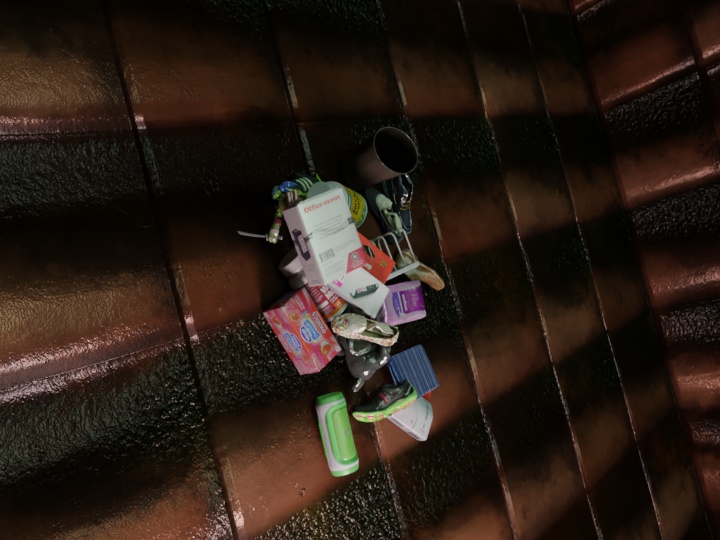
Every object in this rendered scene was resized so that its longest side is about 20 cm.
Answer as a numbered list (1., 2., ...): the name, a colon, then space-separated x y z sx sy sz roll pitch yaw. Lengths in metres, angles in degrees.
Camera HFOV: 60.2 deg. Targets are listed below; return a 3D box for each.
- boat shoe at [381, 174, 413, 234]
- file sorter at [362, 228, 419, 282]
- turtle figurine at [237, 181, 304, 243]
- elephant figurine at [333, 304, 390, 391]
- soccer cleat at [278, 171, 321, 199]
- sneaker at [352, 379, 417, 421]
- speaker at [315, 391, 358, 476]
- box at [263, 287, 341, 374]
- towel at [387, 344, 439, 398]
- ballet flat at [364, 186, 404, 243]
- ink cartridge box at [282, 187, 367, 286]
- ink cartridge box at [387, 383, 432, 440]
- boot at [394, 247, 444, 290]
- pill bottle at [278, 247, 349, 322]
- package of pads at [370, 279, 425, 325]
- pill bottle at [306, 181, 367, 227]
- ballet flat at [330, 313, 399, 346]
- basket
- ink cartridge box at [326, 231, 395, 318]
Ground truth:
1. boat shoe: 0.135 -0.218 1.989 0.070 0.090 0.205 -25 96 -42
2. file sorter: 0.048 -0.029 1.832 0.198 0.137 0.127 -23 91 -42
3. turtle figurine: -0.175 -0.116 1.621 0.194 0.200 0.144 47 27 4
4. elephant figurine: -0.019 0.194 1.729 0.201 0.140 0.156 48 20 -17
5. soccer cleat: -0.177 -0.234 1.735 0.198 0.067 0.082 -12 70 -53
6. sneaker: 0.064 0.370 1.765 0.196 0.077 0.085 -18 63 -18
7. speaker: -0.062 0.431 1.646 0.087 0.087 0.205 -10 86 -42
8. box: -0.152 0.160 1.629 0.099 0.094 0.203 -39 105 -39
9. towel: 0.159 0.313 1.888 0.198 0.024 0.148 -11 75 -53
10. ballet flat: 0.083 -0.181 1.949 0.073 0.072 0.203 -36 103 -41
11. ink cartridge box: -0.086 -0.083 1.525 0.143 0.084 0.204 -25 101 -33
12. ink cartridge box: 0.163 0.385 1.885 0.162 0.056 0.203 39 60 -27
13. boot: 0.185 0.015 1.993 0.198 0.073 0.077 36 64 -18
14. pill bottle: -0.125 0.034 1.678 0.201 0.108 0.110 49 52 -21
15. package of pads: 0.108 0.103 1.892 0.197 0.075 0.124 -9 87 -43
16. pill bottle: -0.068 -0.185 1.741 0.199 0.110 0.116 15 67 -63
17. ballet flat: 0.018 0.151 1.663 0.196 0.064 0.077 13 60 -23
18. basket: 0.043 -0.327 1.862 0.177 0.198 0.140 1 78 -40
19. ink cartridge box: 0.000 0.000 1.664 0.199 0.043 0.176 37 74 -25
